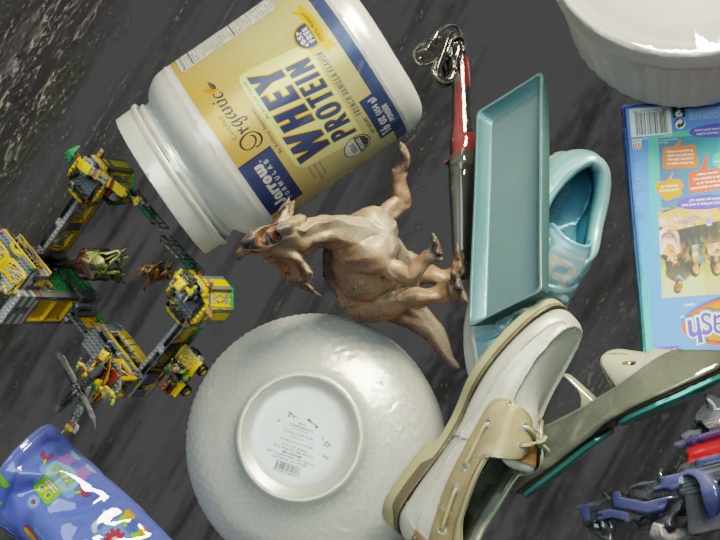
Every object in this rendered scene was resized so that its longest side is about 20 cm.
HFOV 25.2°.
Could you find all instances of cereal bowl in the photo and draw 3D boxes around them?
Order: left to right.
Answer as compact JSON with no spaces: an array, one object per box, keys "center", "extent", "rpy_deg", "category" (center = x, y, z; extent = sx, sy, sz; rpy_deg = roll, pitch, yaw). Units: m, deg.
[{"center":[-0.037,0.126,1.194],"extent":[0.198,0.083,0.202],"rpy_deg":[-1,78,7],"category":"cereal bowl"}]

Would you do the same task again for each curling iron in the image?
[{"center":[0.070,-0.092,1.248],"extent":[0.049,0.026,0.202],"rpy_deg":[1,80,-30],"category":"curling iron"}]

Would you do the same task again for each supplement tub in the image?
[{"center":[-0.069,-0.118,1.215],"extent":[0.199,0.144,0.145],"rpy_deg":[-35,76,0],"category":"supplement tub"}]

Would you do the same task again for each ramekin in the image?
[{"center":[0.240,-0.212,1.194],"extent":[0.200,0.094,0.204],"rpy_deg":[-5,60,8],"category":"ramekin"}]

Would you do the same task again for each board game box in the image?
[{"center":[0.276,-0.028,1.197],"extent":[0.151,0.045,0.202],"rpy_deg":[-4,78,8],"category":"board game box"}]

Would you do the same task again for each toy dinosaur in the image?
[{"center":[0.000,0.000,1.176],"extent":[0.135,0.200,0.086],"rpy_deg":[-23,40,12],"category":"toy dinosaur"}]

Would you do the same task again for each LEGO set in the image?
[{"center":[-0.203,0.008,1.197],"extent":[0.154,0.116,0.201],"rpy_deg":[-42,70,21],"category":"LEGO set"}]

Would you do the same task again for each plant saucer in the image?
[{"center":[0.112,-0.052,1.183],"extent":[0.070,0.019,0.201],"rpy_deg":[-30,42,39],"category":"plant saucer"}]

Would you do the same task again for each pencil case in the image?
[{"center":[-0.195,0.208,1.200],"extent":[0.200,0.078,0.087],"rpy_deg":[42,54,15],"category":"pencil case"}]

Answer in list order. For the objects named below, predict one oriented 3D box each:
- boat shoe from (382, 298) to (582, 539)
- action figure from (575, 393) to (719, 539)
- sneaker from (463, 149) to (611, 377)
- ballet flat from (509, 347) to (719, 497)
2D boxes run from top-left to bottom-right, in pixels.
[{"center":[0.099,0.117,1.128],"extent":[0.068,0.075,0.201],"rpy_deg":[39,99,38],"category":"boat shoe"},{"center":[0.257,0.184,1.139],"extent":[0.199,0.104,0.195],"rpy_deg":[-12,82,47],"category":"action figure"},{"center":[0.131,0.000,1.186],"extent":[0.073,0.082,0.202],"rpy_deg":[18,81,-10],"category":"sneaker"},{"center":[0.174,0.092,1.152],"extent":[0.199,0.067,0.064],"rpy_deg":[-35,75,23],"category":"ballet flat"}]
